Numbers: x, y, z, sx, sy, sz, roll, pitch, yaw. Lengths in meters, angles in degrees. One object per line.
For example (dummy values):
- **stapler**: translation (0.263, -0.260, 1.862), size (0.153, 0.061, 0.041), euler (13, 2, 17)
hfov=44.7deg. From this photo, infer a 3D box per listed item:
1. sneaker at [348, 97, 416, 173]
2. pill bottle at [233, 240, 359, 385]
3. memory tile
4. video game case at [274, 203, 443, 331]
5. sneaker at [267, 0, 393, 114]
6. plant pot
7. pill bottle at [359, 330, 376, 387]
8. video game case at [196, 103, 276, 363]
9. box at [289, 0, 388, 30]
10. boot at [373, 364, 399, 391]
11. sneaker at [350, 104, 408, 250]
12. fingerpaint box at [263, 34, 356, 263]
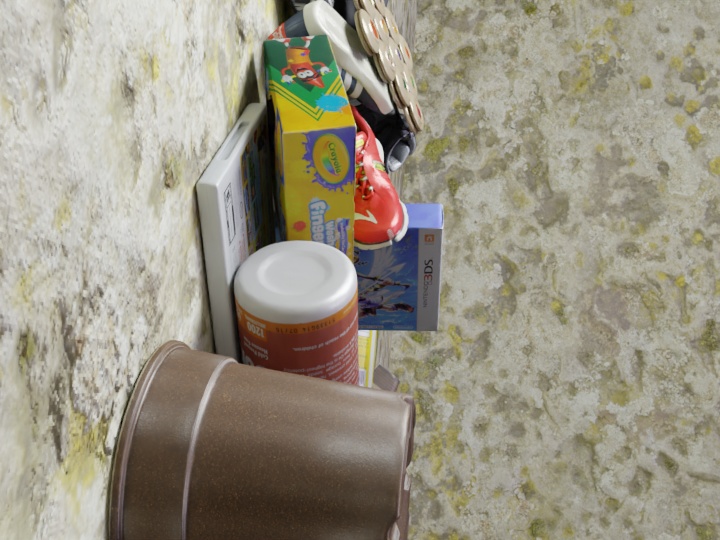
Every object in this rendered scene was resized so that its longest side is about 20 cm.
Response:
- **sneaker**: translation (0.005, -0.171, 1.179), size (0.075, 0.114, 0.200), euler (-42, 180, -27)
- **pill bottle**: translation (-0.056, 0.083, 0.825), size (0.113, 0.110, 0.202), euler (-77, 168, -54)
- **memory tile**: translation (0.032, -0.273, 1.051), size (0.200, 0.017, 0.155), euler (49, 28, -53)
- **video game case**: translation (0.000, 0.000, 1.067), size (0.183, 0.197, 0.046), euler (87, 4, -45)
- **sneaker**: translation (-0.032, -0.228, 0.990), size (0.200, 0.084, 0.076), euler (33, 41, -55)
- **plant pot**: translation (-0.060, 0.163, 0.668), size (0.200, 0.195, 0.203), euler (5, 90, -84)
- **pill bottle**: translation (-0.032, 0.085, 1.222), size (0.114, 0.113, 0.203), euler (59, 36, -79)
- **video game case**: translation (-0.114, -0.033, 0.844), size (0.183, 0.023, 0.202), euler (-75, 167, -57)
- **box**: translation (-0.026, -0.351, 1.056), size (0.201, 0.049, 0.201), euler (61, 34, -50)
- **boot**: translation (-0.039, 0.182, 1.308), size (0.147, 0.199, 0.070), euler (-51, 141, -8)
- **sneaker**: translation (-0.005, -0.107, 0.975), size (0.085, 0.076, 0.201), euler (64, 6, -50)
- **fingerpaint box**: translation (-0.054, -0.106, 0.891), size (0.168, 0.072, 0.202), euler (-105, -168, -45)
